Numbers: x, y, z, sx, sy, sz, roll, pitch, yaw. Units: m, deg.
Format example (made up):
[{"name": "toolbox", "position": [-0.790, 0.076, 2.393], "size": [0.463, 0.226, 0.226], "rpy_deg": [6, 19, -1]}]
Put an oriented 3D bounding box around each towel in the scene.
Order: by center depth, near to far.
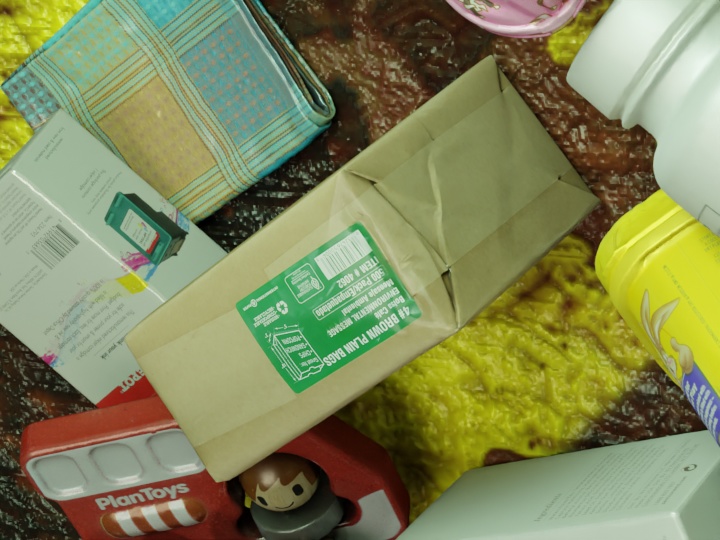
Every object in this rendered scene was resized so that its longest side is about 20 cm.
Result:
[{"name": "towel", "position": [-0.117, -0.101, 1.428], "size": [0.200, 0.022, 0.147], "rpy_deg": [-34, 93, 40]}]

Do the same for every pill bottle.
[{"name": "pill bottle", "position": [0.200, -0.061, 1.114], "size": [0.200, 0.114, 0.114], "rpy_deg": [39, 129, 9]}]

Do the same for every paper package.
[{"name": "paper package", "position": [0.000, 0.000, 1.297], "size": [0.200, 0.191, 0.104], "rpy_deg": [-35, 94, 38]}]

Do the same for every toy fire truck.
[{"name": "toy fire truck", "position": [-0.081, 0.131, 1.417], "size": [0.200, 0.112, 0.168], "rpy_deg": [-12, 135, 15]}]

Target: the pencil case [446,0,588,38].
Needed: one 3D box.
[{"name": "pencil case", "position": [0.093, -0.184, 1.137], "size": [0.083, 0.200, 0.087], "rpy_deg": [12, 121, 15]}]

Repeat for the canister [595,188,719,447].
[{"name": "canister", "position": [0.210, 0.066, 1.176], "size": [0.086, 0.149, 0.200], "rpy_deg": [-35, 52, 7]}]

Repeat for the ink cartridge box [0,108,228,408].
[{"name": "ink cartridge box", "position": [-0.148, 0.013, 1.460], "size": [0.200, 0.067, 0.116], "rpy_deg": [42, 134, -10]}]

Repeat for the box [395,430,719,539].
[{"name": "box", "position": [0.140, 0.188, 1.360], "size": [0.200, 0.106, 0.152], "rpy_deg": [-12, 107, 37]}]
